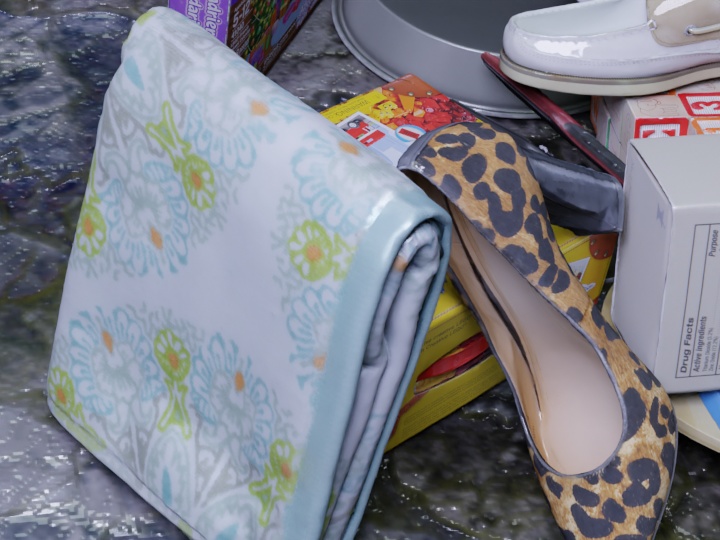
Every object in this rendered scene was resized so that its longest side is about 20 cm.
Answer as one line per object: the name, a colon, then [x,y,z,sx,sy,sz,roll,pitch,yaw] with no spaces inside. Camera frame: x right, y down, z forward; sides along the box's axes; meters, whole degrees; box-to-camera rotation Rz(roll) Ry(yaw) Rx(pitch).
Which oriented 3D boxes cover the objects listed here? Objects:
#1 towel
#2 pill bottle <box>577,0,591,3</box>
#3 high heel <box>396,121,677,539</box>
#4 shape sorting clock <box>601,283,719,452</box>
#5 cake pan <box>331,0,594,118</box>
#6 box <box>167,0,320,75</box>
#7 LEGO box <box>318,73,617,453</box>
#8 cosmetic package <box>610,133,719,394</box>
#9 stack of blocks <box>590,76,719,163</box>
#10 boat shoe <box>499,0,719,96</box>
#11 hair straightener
towel: [-0.055,0.018,0.691,0.171,0.200,0.048,36,33,30]
pill bottle: [0.215,-0.195,1.023,0.200,0.110,0.110,-4,39,-43]
high heel: [0.066,0.040,0.712,0.143,0.071,0.200,11,69,-47]
shape sorting clock: [0.218,0.042,0.836,0.200,0.039,0.200,0,32,0]
cake pan: [0.083,-0.167,1.057,0.200,0.037,0.200,6,40,-5]
box: [-0.056,-0.183,0.971,0.039,0.137,0.200,18,41,10]
LEGO box: [0.000,0.000,0.813,0.200,0.077,0.149,-28,53,-36]
cosmetic package: [0.225,-0.008,0.784,0.200,0.104,0.073,-2,31,-7]
stack of blocks: [0.198,-0.064,0.911,0.115,0.059,0.200,-2,32,-4]
boat shoe: [0.172,-0.140,0.911,0.200,0.068,0.075,-6,32,-9]
hair straightener: [0.104,-0.041,0.907,0.077,0.041,0.200,-47,50,4]
